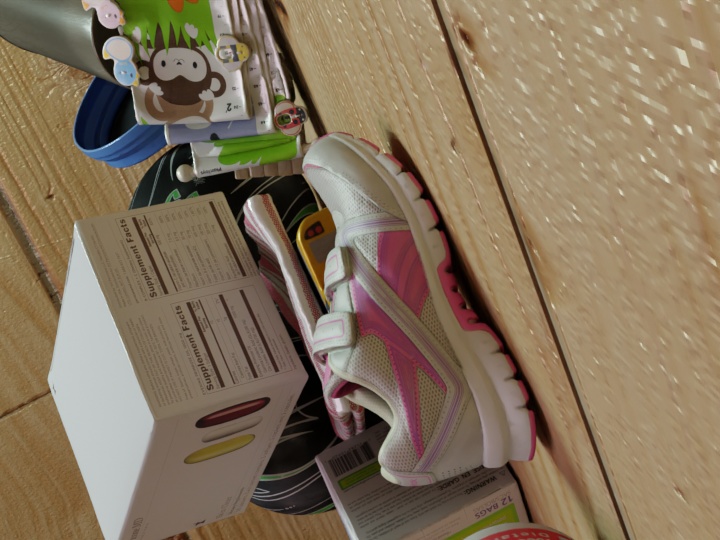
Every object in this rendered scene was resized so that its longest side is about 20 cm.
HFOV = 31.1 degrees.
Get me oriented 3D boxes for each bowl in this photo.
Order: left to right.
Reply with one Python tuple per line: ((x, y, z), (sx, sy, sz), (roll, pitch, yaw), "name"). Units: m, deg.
((-0.190, -0.182, 1.216), (0.039, 0.201, 0.201), (40, -171, -31), "bowl")

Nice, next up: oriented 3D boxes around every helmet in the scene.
((-0.127, -0.031, 1.212), (0.201, 0.197, 0.192), (70, -144, -50), "helmet")
((-0.043, 0.105, 1.060), (0.202, 0.189, 0.200), (63, 174, 11), "helmet")

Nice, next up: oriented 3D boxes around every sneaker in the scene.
((0.010, 0.021, 0.660), (0.082, 0.087, 0.202), (76, 167, -69), "sneaker")

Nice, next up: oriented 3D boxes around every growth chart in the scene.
((-0.121, -0.159, 0.953), (0.018, 0.143, 0.202), (-67, -41, -61), "growth chart")

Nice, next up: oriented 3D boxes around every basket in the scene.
((-0.224, -0.237, 1.148), (0.199, 0.178, 0.138), (31, 120, 49), "basket")

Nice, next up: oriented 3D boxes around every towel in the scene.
((-0.037, 0.041, 0.868), (0.200, 0.030, 0.148), (86, 159, -78), "towel")

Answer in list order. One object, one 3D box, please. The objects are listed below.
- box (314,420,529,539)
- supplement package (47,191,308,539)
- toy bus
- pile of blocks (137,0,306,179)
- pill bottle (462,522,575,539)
((0.060, 0.200, 0.896), (0.102, 0.111, 0.202), (57, 169, 51), "box")
((-0.136, 0.075, 0.905), (0.157, 0.110, 0.201), (62, 150, 26), "supplement package")
((0.000, 0.000, 0.816), (0.200, 0.064, 0.079), (118, 127, -85), "toy bus")
((-0.097, -0.165, 0.993), (0.201, 0.081, 0.062), (59, -162, -19), "pile of blocks")
((0.092, 0.193, 0.548), (0.110, 0.108, 0.200), (65, 175, -15), "pill bottle")
